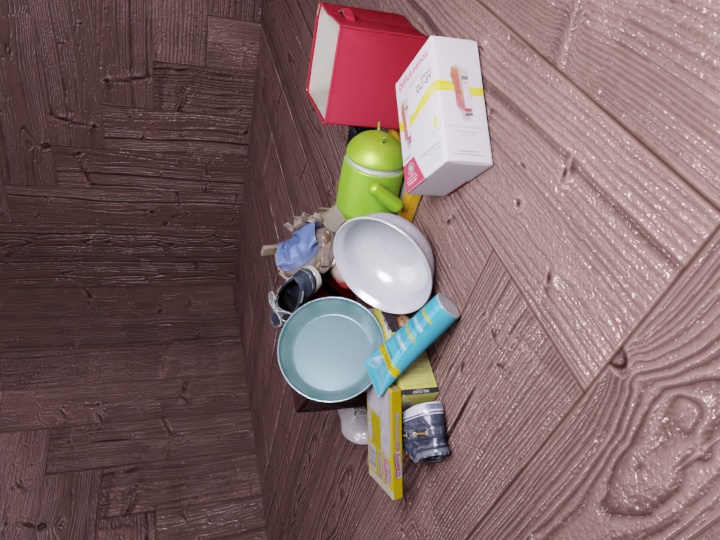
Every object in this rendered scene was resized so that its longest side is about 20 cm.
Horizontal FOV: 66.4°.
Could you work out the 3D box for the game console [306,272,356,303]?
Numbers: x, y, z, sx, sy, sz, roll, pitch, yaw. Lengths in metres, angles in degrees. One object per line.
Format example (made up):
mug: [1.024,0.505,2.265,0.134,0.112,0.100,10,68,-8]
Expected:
game console: [-0.092,0.061,1.288,0.173,0.200,0.119,-50,49,-2]

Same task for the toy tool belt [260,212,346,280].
toy tool belt: [-0.103,-0.057,1.122,0.199,0.122,0.126,-32,44,33]

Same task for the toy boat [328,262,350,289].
toy boat: [0.000,0.000,1.207,0.132,0.130,0.200,66,171,-26]

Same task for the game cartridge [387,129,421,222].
game cartridge: [0.068,-0.161,1.105,0.177,0.032,0.201,-109,28,-42]

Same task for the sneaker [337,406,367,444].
sneaker: [-0.014,0.311,1.283,0.200,0.073,0.117,-143,52,-67]

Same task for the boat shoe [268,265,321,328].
boat shoe: [-0.145,0.064,1.113,0.075,0.062,0.200,56,136,9]

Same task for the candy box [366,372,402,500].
candy box: [0.043,0.294,0.989,0.102,0.026,0.202,18,111,62]

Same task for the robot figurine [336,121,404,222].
robot figurine: [0.019,-0.169,1.028,0.176,0.114,0.201,-103,21,-53]

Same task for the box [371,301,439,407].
box: [0.079,0.148,1.018,0.050,0.075,0.201,114,148,-49]

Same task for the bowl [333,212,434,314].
bowl: [0.057,-0.028,0.994,0.200,0.090,0.202,22,134,24]

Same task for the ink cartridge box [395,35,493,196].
ink cartridge box: [0.125,-0.236,0.866,0.145,0.083,0.202,148,120,-67]

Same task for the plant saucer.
plant saucer: [-0.053,0.147,1.017,0.036,0.198,0.202,89,171,-64]

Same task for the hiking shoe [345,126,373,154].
hiking shoe: [0.005,-0.254,1.230,0.201,0.075,0.101,-93,7,-47]

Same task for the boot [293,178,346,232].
boot: [-0.087,-0.136,1.356,0.072,0.153,0.202,148,120,-67]

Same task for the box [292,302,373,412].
box: [-0.050,0.184,1.151,0.200,0.164,0.166,122,143,-56]

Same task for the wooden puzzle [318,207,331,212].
wooden puzzle: [-0.102,-0.077,1.558,0.185,0.046,0.202,-160,70,-69]

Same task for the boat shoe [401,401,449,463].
boat shoe: [0.092,0.302,0.985,0.200,0.070,0.092,127,140,-58]

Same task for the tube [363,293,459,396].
tube: [0.081,0.122,0.923,0.200,0.050,0.078,-48,39,24]

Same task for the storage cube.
storage cube: [0.008,-0.387,1.051,0.172,0.178,0.201,-115,30,-49]
